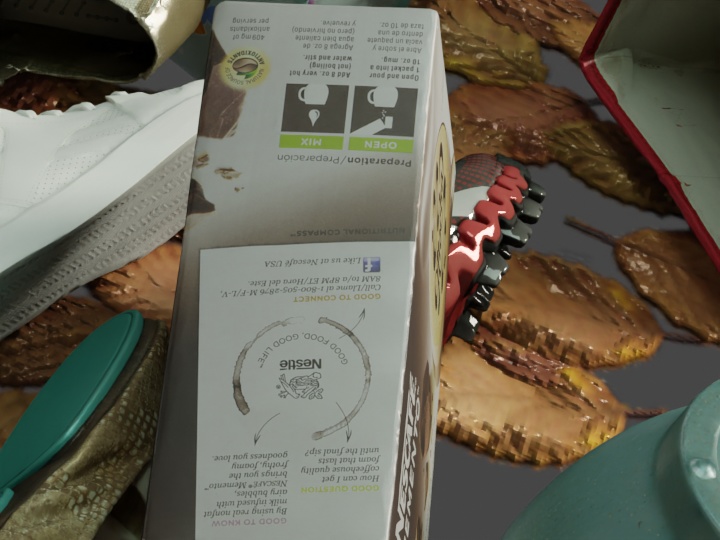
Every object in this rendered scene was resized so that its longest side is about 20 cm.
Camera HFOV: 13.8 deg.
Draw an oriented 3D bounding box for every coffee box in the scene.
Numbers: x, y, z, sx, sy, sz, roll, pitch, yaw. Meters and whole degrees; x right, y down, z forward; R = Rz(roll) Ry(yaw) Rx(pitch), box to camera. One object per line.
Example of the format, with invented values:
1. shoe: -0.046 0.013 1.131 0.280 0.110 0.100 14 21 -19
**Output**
1. coffee box: -0.016 0.025 0.986 0.080 0.113 0.200 2 61 6

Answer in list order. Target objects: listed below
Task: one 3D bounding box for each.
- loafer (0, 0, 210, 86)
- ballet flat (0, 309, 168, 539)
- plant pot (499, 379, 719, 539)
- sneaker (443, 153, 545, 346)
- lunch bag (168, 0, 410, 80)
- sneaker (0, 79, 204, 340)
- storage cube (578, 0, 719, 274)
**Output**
1. loafer: -0.157 -0.117 1.170 0.200 0.076 0.067 4 37 -2
2. ballet flat: -0.101 0.090 0.988 0.065 0.070 0.200 47 39 -11
3. plant pot: 0.138 0.119 1.002 0.200 0.134 0.200 13 38 -11
4. sneaker: 0.000 0.000 1.127 0.098 0.071 0.200 32 39 8
5. lunch bag: -0.043 -0.189 1.229 0.170 0.200 0.122 39 40 19
6. sneaker: -0.128 -0.050 1.122 0.116 0.074 0.200 40 42 17
7. storage cube: 0.234 -0.099 1.268 0.180 0.200 0.171 3 41 -33
